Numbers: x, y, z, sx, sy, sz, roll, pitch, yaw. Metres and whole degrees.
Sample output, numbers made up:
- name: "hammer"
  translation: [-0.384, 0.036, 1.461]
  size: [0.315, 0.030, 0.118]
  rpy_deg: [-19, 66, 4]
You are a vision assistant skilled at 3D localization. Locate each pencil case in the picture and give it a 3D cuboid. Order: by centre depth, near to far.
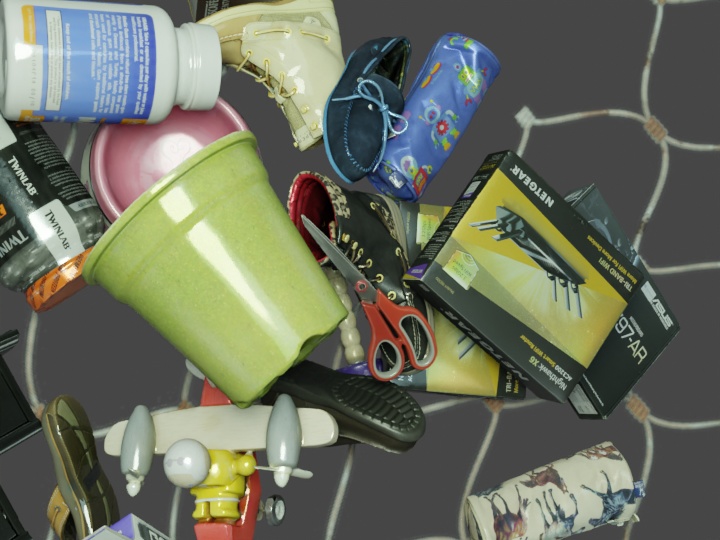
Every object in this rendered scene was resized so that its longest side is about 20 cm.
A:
- name: "pencil case"
  translation: [0.203, 0.256, 1.113]
  size: [0.197, 0.078, 0.091]
  rpy_deg: [-17, 67, -14]
- name: "pencil case"
  translation: [0.075, -0.170, 1.140]
  size: [0.087, 0.077, 0.202]
  rpy_deg: [44, 72, -38]

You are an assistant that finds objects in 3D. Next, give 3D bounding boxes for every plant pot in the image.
- name: "plant pot"
  translation: [-0.114, 0.013, 0.931]
  size: [0.200, 0.200, 0.185]
  rpy_deg: [-39, 86, -14]

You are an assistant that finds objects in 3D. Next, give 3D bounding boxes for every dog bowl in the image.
- name: "dog bowl"
  translation: [-0.192, -0.103, 1.078]
  size: [0.196, 0.074, 0.204]
  rpy_deg: [2, 82, -13]

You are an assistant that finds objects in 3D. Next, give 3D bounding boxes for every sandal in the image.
- name: "sandal"
  translation: [-0.280, 0.222, 1.007]
  size: [0.054, 0.082, 0.203]
  rpy_deg: [-13, 102, 9]

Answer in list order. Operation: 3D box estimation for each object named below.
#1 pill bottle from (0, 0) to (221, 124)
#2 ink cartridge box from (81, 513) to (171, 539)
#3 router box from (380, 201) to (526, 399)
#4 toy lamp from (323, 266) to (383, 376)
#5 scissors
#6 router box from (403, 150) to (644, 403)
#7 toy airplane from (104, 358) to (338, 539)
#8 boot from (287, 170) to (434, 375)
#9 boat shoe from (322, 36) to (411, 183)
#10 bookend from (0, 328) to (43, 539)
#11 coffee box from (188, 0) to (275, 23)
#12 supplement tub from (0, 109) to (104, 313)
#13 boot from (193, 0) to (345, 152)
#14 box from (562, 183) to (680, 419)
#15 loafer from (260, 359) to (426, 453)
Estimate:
- name: "pill bottle"
  translation: [-0.236, -0.195, 0.979]
  size: [0.197, 0.112, 0.114]
  rpy_deg: [-1, 82, -25]
- name: "ink cartridge box"
  translation: [-0.258, 0.301, 0.935]
  size: [0.197, 0.201, 0.044]
  rpy_deg: [-33, 52, 1]
- name: "router box"
  translation: [0.105, 0.035, 1.134]
  size: [0.154, 0.052, 0.204]
  rpy_deg: [5, 81, -11]
- name: "toy lamp"
  translation: [-0.018, 0.049, 1.105]
  size: [0.057, 0.058, 0.204]
  rpy_deg: [-15, 84, -14]
- name: "scissors"
  translation: [0.012, 0.019, 0.980]
  size: [0.072, 0.014, 0.202]
  rpy_deg: [-27, 113, -4]
- name: "router box"
  translation: [0.164, 0.007, 1.029]
  size: [0.199, 0.052, 0.158]
  rpy_deg: [39, 78, -15]
- name: "toy airplane"
  translation: [-0.141, 0.164, 1.005]
  size: [0.199, 0.141, 0.201]
  rpy_deg: [42, 106, 17]
- name: "boot"
  translation: [0.000, 0.000, 1.031]
  size: [0.072, 0.150, 0.203]
  rpy_deg: [-22, 67, 27]
- name: "boat shoe"
  translation: [0.010, -0.180, 1.072]
  size: [0.084, 0.068, 0.203]
  rpy_deg: [41, 43, -37]
- name: "bookend"
  translation: [-0.354, 0.185, 0.936]
  size: [0.091, 0.198, 0.202]
  rpy_deg: [-28, 91, 23]
- name: "coffee box"
  translation: [-0.122, -0.332, 1.058]
  size: [0.112, 0.200, 0.081]
  rpy_deg: [-14, 84, -14]
- name: "supplement tub"
  translation: [-0.335, -0.068, 1.017]
  size: [0.122, 0.122, 0.201]
  rpy_deg: [-36, 90, -14]
- name: "boot"
  translation: [-0.093, -0.200, 1.106]
  size: [0.198, 0.073, 0.158]
  rpy_deg: [-19, 88, -30]
- name: "box"
  translation: [0.248, 0.035, 1.135]
  size: [0.160, 0.043, 0.201]
  rpy_deg: [-40, 103, -27]
- name: "loafer"
  translation: [-0.020, 0.145, 1.054]
  size: [0.073, 0.198, 0.073]
  rpy_deg: [-27, 126, -49]
